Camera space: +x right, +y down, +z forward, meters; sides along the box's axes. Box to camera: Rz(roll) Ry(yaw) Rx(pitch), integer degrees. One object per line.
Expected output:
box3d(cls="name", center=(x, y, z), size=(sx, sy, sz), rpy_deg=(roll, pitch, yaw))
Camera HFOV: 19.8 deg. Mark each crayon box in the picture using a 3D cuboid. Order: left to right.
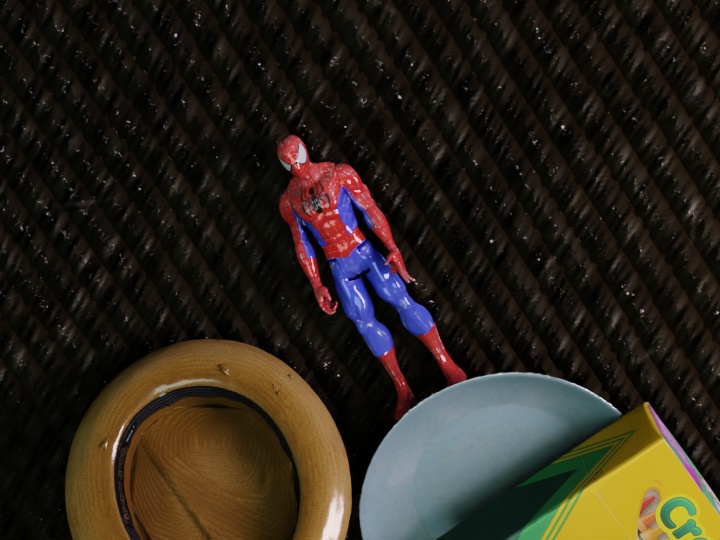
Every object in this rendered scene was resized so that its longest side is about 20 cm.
box3d(cls="crayon box", center=(0.173, 0.214, 1.352), size=(0.172, 0.058, 0.200), rpy_deg=(-34, 111, 11))

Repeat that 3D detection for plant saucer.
box3d(cls="plant saucer", center=(0.098, 0.151, 1.376), size=(0.199, 0.039, 0.203), rpy_deg=(0, 114, -1))

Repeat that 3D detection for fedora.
box3d(cls="fedora", center=(-0.096, 0.149, 1.358), size=(0.199, 0.082, 0.202), rpy_deg=(-2, 72, 6))

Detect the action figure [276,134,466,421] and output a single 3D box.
box3d(cls="action figure", center=(0.000, 0.000, 1.339), size=(0.065, 0.052, 0.201), rpy_deg=(-26, 102, 17))
